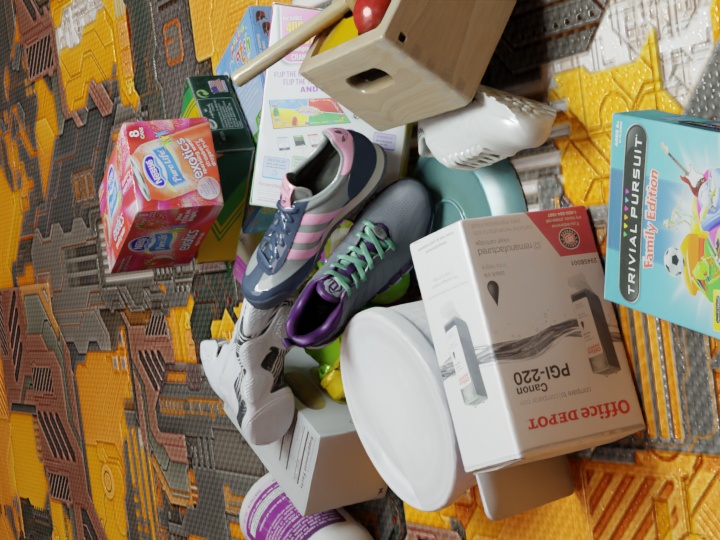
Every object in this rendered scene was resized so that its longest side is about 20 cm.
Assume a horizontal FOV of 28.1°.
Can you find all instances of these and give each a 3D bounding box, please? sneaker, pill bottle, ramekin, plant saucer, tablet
[{"bbox_3d":[0.109,-0.124,1.277,0.200,0.076,0.081,34,108,66],"label":"sneaker"},{"bbox_3d":[0.000,0.000,1.371,0.074,0.088,0.201,38,100,4],"label":"sneaker"},{"bbox_3d":[-0.049,0.316,1.632,0.200,0.111,0.114,36,127,52],"label":"pill bottle"},{"bbox_3d":[-0.119,0.074,1.509,0.115,0.074,0.202,37,131,47],"label":"sneaker"},{"bbox_3d":[0.069,0.120,1.372,0.202,0.093,0.204,41,141,44],"label":"ramekin"},{"bbox_3d":[0.093,-0.038,1.386,0.200,0.027,0.203,21,115,56],"label":"plant saucer"},{"bbox_3d":[0.127,0.108,1.258,0.014,0.129,0.202,-21,80,41],"label":"tablet"},{"bbox_3d":[-0.063,-0.054,1.372,0.201,0.082,0.070,-54,51,9],"label":"sneaker"}]

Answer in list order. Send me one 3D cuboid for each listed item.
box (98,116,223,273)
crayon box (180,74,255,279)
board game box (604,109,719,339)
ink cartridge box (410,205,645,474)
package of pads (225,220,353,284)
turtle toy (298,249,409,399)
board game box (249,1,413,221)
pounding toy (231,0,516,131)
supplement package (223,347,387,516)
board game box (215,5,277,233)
[{"bbox_3d":[-0.216,-0.077,1.533,0.200,0.094,0.101,134,128,-65],"label":"box"},{"bbox_3d":[-0.168,-0.100,1.606,0.201,0.050,0.128,104,152,-44],"label":"crayon box"},{"bbox_3d":[0.264,-0.031,1.070,0.199,0.046,0.153,22,115,56],"label":"board game box"},{"bbox_3d":[0.140,0.057,1.208,0.085,0.144,0.202,-26,75,56],"label":"ink cartridge box"},{"bbox_3d":[-0.087,-0.032,1.659,0.200,0.068,0.156,44,133,47],"label":"package of pads"},{"bbox_3d":[-0.013,0.035,1.505,0.146,0.101,0.200,51,149,6],"label":"turtle toy"},{"bbox_3d":[-0.022,-0.154,1.421,0.040,0.151,0.203,-38,-43,-77],"label":"board game box"},{"bbox_3d":[0.017,-0.222,1.280,0.199,0.142,0.186,-8,53,60],"label":"pounding toy"},{"bbox_3d":[-0.056,0.161,1.605,0.200,0.113,0.111,45,133,44],"label":"supplement package"},{"bbox_3d":[-0.111,-0.162,1.562,0.151,0.036,0.202,136,126,-63],"label":"board game box"}]
